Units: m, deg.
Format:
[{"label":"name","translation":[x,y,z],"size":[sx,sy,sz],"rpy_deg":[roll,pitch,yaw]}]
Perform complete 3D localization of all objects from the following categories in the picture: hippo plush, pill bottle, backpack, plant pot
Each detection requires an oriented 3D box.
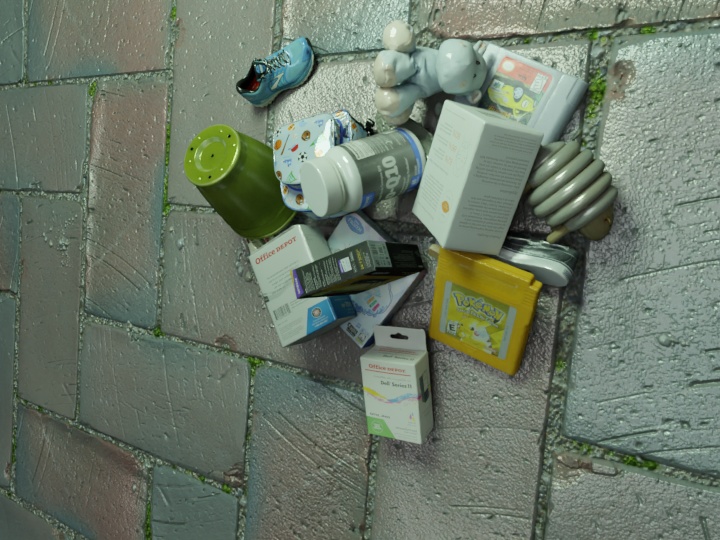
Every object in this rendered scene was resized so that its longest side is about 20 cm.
[{"label":"hippo plush","translation":[0.125,-0.317,0.908],"size":[0.160,0.200,0.160],"rpy_deg":[16,101,22]},{"label":"pill bottle","translation":[0.004,-0.167,0.921],"size":[0.114,0.199,0.114],"rpy_deg":[43,146,40]},{"label":"backpack","translation":[-0.075,-0.199,1.037],"size":[0.199,0.154,0.192],"rpy_deg":[-11,82,30]},{"label":"plant pot","translation":[-0.246,-0.190,1.086],"size":[0.199,0.193,0.202],"rpy_deg":[-7,71,20]}]

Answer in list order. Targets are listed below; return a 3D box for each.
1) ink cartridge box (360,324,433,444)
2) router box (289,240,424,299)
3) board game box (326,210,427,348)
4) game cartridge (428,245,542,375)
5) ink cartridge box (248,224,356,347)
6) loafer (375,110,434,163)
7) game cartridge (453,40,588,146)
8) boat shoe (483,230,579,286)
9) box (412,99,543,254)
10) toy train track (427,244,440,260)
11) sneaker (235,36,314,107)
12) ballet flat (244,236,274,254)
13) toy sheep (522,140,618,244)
[{"label":"ink cartridge box","translation":[0.067,0.210,1.005],"size":[0.116,0.067,0.201],"rpy_deg":[2,106,30]},{"label":"router box","translation":[0.000,0.000,0.932],"size":[0.157,0.200,0.053],"rpy_deg":[-20,80,28]},{"label":"board game box","translation":[0.000,0.014,1.072],"size":[0.200,0.043,0.199],"rpy_deg":[45,113,21]},{"label":"game cartridge","translation":[0.204,0.067,0.914],"size":[0.176,0.032,0.201],"rpy_deg":[23,133,27]},{"label":"ink cartridge box","translation":[-0.117,0.031,1.067],"size":[0.146,0.086,0.201],"rpy_deg":[-29,76,28]},{"label":"loafer","translation":[0.097,-0.242,0.998],"size":[0.200,0.069,0.070],"rpy_deg":[53,150,30]},{"label":"game cartridge","translation":[0.262,-0.292,0.915],"size":[0.199,0.041,0.134],"rpy_deg":[34,112,24]},{"label":"boat shoe","translation":[0.266,-0.033,0.908],"size":[0.199,0.072,0.068],"rpy_deg":[17,67,42]},{"label":"box","translation":[0.180,-0.151,0.867],"size":[0.152,0.106,0.201],"rpy_deg":[-117,37,-58]},{"label":"toy train track","translation":[0.213,0.005,0.943],"size":[0.199,0.115,0.033],"rpy_deg":[32,66,13]},{"label":"sneaker","translation":[-0.182,-0.418,1.132],"size":[0.199,0.090,0.079],"rpy_deg":[-31,77,26]},{"label":"ballet flat","translation":[-0.228,-0.071,1.189],"size":[0.076,0.064,0.201],"rpy_deg":[-38,73,26]},{"label":"toy sheep","translation":[0.317,-0.130,0.836],"size":[0.138,0.138,0.200],"rpy_deg":[-41,91,25]}]
